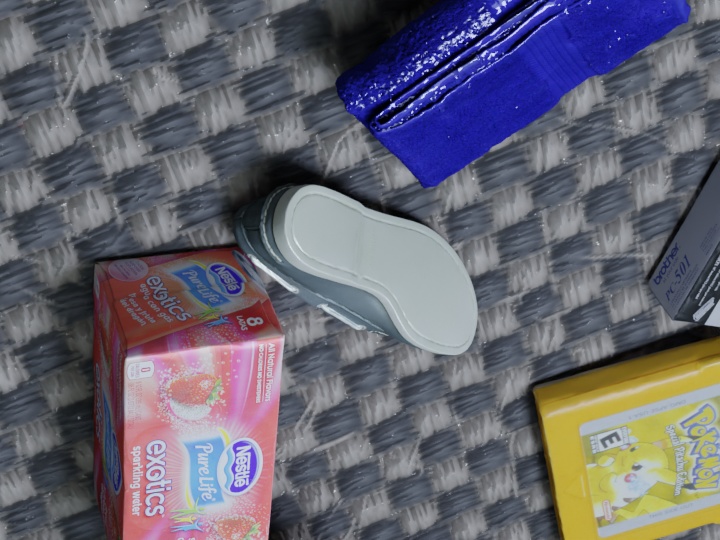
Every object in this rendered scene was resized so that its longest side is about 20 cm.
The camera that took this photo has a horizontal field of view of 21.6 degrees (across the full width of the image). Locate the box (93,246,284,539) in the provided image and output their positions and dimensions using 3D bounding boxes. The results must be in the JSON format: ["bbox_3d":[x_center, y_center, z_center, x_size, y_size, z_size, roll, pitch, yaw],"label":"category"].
[{"bbox_3d":[-0.110,0.095,1.184,0.102,0.095,0.201,-7,129,-17],"label":"box"}]

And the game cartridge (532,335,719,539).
[{"bbox_3d":[0.233,0.127,1.374,0.199,0.033,0.177,-14,132,1],"label":"game cartridge"}]

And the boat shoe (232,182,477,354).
[{"bbox_3d":[0.000,0.000,1.188,0.062,0.073,0.200,-3,157,41],"label":"boat shoe"}]

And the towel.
[{"bbox_3d":[0.095,-0.124,1.088,0.199,0.050,0.148,-33,153,11],"label":"towel"}]

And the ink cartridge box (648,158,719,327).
[{"bbox_3d":[0.280,-0.051,1.254,0.094,0.044,0.201,8,123,-29],"label":"ink cartridge box"}]
